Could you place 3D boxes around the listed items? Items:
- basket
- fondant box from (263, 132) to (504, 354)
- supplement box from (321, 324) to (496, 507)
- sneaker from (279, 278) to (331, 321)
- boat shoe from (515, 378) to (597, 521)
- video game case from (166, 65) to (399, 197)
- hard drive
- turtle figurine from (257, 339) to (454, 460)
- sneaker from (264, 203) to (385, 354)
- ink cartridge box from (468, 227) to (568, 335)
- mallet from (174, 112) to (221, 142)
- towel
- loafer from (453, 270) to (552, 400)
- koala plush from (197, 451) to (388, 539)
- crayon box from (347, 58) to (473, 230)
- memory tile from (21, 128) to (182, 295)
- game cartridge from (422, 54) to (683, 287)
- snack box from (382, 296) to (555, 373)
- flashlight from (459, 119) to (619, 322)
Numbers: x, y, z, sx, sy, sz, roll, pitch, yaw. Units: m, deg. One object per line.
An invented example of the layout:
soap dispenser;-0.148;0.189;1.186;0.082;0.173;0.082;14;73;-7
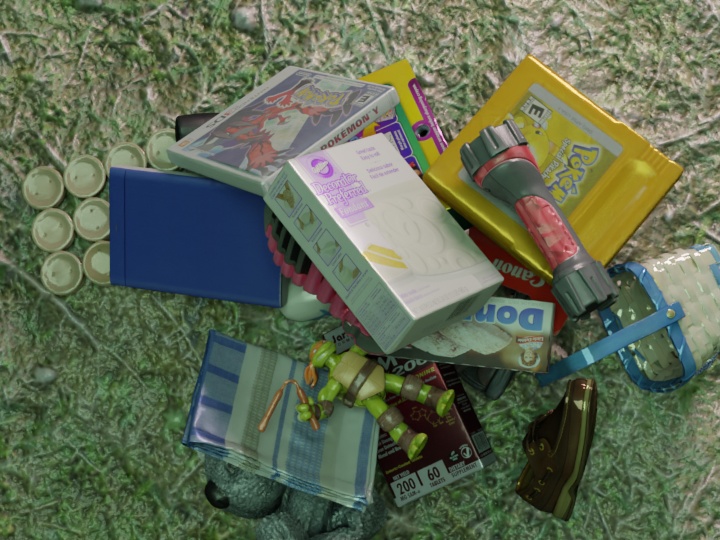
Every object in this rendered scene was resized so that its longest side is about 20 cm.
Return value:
basket;0.281;0.062;1.361;0.199;0.176;0.140;-22;84;-8
fondant box;0.023;-0.030;1.284;0.200;0.144;0.058;50;131;17
supplement box;0.051;0.135;1.420;0.108;0.061;0.201;-28;81;18
sneaker;0.000;0.000;1.446;0.199;0.072;0.072;-21;84;4
boat shoe;0.197;0.181;1.357;0.067;0.201;0.072;14;48;9
video game case;-0.084;-0.150;1.395;0.182;0.199;0.023;-38;123;-23
hard drive;-0.174;-0.037;1.438;0.198;0.025;0.133;7;108;14
turtle figurine;0.002;0.120;1.328;0.161;0.065;0.200;33;61;12
sneaker;-0.013;-0.010;1.331;0.200;0.079;0.095;48;52;11
ink cartridge box;0.181;-0.050;1.397;0.162;0.050;0.201;22;73;37
mallet;-0.155;-0.079;1.482;0.065;0.041;0.202;-13;87;-15
towel;-0.071;0.146;1.328;0.199;0.024;0.148;22;48;-13
loafer;0.167;0.038;1.429;0.063;0.072;0.201;28;90;12
koala plush;-0.091;0.227;1.388;0.183;0.178;0.200;-28;73;-36
crayon box;0.010;-0.106;1.428;0.172;0.058;0.201;-23;60;2
memory tile;-0.275;-0.064;1.505;0.199;0.017;0.154;-16;83;3
game cartridge;0.192;-0.095;1.338;0.200;0.032;0.177;39;81;15
snack box;0.096;0.059;1.362;0.198;0.024;0.073;5;87;16
flashlight;0.169;-0.046;1.279;0.067;0.068;0.201;-28;74;-4
